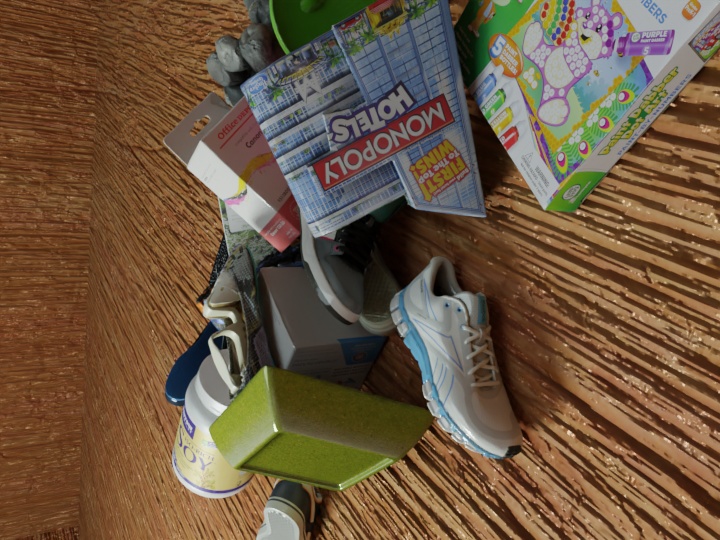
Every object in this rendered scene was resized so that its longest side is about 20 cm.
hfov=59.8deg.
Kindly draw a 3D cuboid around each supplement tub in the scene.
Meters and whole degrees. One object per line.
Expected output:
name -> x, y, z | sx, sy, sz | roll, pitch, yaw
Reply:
supplement tub -> -0.214, 0.242, 0.994 | 0.146, 0.142, 0.203 | 54, 134, 42

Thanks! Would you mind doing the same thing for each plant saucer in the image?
plant saucer -> -0.049, 0.185, 0.671 | 0.200, 0.195, 0.049 | -46, 32, 48

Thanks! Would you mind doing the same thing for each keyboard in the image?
keyboard -> -0.259, -0.015, 1.158 | 0.105, 0.039, 0.202 | 62, 140, 37

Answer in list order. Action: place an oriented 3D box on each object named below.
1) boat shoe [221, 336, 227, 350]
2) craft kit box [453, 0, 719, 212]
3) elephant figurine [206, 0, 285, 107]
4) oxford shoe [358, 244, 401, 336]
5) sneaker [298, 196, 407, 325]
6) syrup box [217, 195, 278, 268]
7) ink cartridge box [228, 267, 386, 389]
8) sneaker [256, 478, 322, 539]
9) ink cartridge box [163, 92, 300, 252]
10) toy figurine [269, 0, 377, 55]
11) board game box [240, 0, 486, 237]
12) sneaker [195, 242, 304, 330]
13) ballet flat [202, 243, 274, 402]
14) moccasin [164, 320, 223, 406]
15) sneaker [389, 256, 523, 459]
boat shoe -> -0.203, 0.067, 1.047 | 0.072, 0.060, 0.206 | 14, 102, 57
craft kit box -> 0.162, -0.187, 0.472 | 0.199, 0.047, 0.203 | -55, 47, 40
elephant figurine -> -0.105, -0.311, 0.834 | 0.138, 0.157, 0.203 | 2, 51, 29
oxford shoe -> 0.000, 0.000, 0.723 | 0.074, 0.058, 0.202 | -31, 51, 3
sneaker -> 0.003, -0.050, 0.661 | 0.120, 0.083, 0.203 | -35, 45, 23
syrup box -> -0.147, -0.037, 0.882 | 0.081, 0.076, 0.206 | -131, 31, -75
ink cartridge box -> -0.076, 0.113, 0.784 | 0.126, 0.126, 0.203 | 58, 137, 39
sneaker -> -0.096, 0.344, 0.877 | 0.202, 0.077, 0.080 | 107, -171, -48
ink cartridge box -> -0.132, -0.139, 0.780 | 0.067, 0.199, 0.118 | -33, 19, 53
toy figurine -> -0.015, -0.251, 0.682 | 0.151, 0.199, 0.184 | 52, 165, -4
board game box -> 0.022, -0.117, 0.556 | 0.203, 0.196, 0.062 | 62, -178, -10
sneaker -> -0.114, 0.025, 0.825 | 0.076, 0.196, 0.080 | -95, -19, -68
ballet flat -> -0.141, 0.058, 0.706 | 0.072, 0.070, 0.205 | -46, 53, 48
moccasin -> -0.269, 0.163, 1.092 | 0.079, 0.201, 0.069 | 29, 134, 5
sneaker -> 0.093, 0.069, 0.566 | 0.088, 0.073, 0.202 | -57, 45, 33
